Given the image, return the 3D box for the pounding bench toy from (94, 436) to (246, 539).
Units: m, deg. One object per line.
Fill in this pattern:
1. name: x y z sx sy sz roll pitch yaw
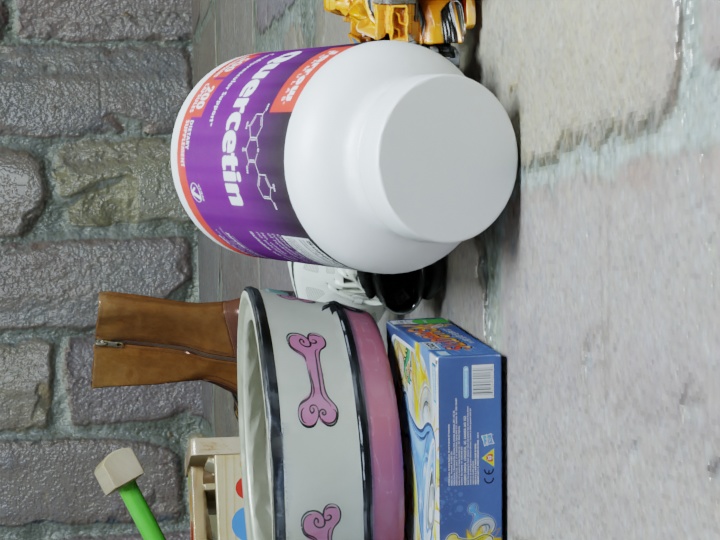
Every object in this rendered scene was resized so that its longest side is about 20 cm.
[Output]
1. pounding bench toy: -0.109 0.219 1.314 0.124 0.200 0.156 121 147 -73

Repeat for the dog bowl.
1. dog bowl: -0.025 0.107 0.939 0.200 0.074 0.201 177 90 -82

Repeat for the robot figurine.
1. robot figurine: 0.019 -0.169 0.895 0.200 0.058 0.145 -121 29 -73

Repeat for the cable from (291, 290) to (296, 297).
1. cable: -0.037 -0.042 1.286 0.200 0.051 0.163 98 165 -51

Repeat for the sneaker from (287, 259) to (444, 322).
1. sneaker: 0.000 0.000 0.990 0.201 0.075 0.116 102 166 -46

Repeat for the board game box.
1. board game box: 0.043 0.133 0.872 0.135 0.034 0.201 -150 59 -79

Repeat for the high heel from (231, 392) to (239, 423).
1. high heel: -0.098 0.136 1.673 0.200 0.071 0.143 -118 21 -75

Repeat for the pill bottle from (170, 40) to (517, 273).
1. pill bottle: -0.010 -0.057 0.832 0.200 0.112 0.113 7 99 60

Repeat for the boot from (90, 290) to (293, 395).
1. boot: -0.142 0.101 1.491 0.069 0.200 0.189 -103 15 -49

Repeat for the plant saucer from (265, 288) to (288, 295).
1. plant saucer: -0.033 0.111 1.239 0.070 0.019 0.200 117 134 -72
